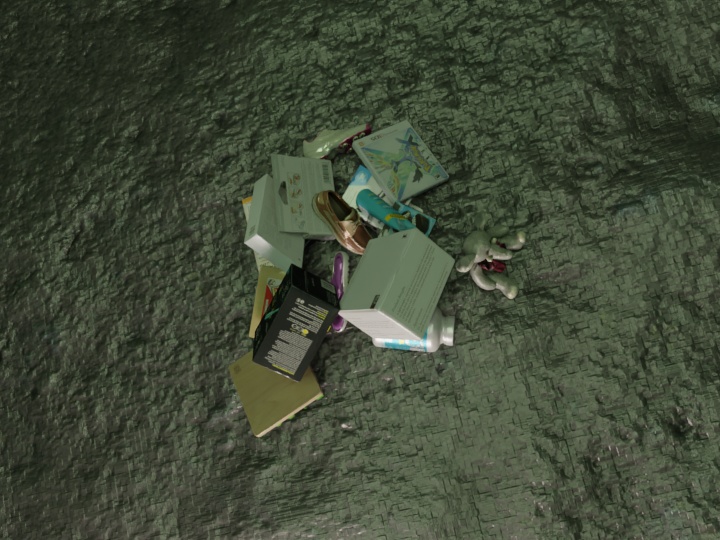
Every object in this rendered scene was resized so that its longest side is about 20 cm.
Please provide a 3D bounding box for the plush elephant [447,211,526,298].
[{"bbox_3d":[0.302,-0.045,1.355,0.196,0.155,0.169,17,86,12],"label":"plush elephant"}]

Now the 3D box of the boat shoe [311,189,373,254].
[{"bbox_3d":[-0.034,-0.117,1.390,0.199,0.071,0.077,41,56,-19],"label":"boat shoe"}]

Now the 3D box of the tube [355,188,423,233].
[{"bbox_3d":[0.060,-0.130,1.321,0.200,0.076,0.051,41,124,45],"label":"tube"}]

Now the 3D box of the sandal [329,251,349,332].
[{"bbox_3d":[-0.066,0.053,1.451,0.049,0.082,0.208,8,76,-30],"label":"sandal"}]

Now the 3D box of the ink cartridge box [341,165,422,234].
[{"bbox_3d":[0.055,-0.162,1.443,0.197,0.067,0.117,30,83,3],"label":"ink cartridge box"}]

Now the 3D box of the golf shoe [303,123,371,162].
[{"bbox_3d":[-0.067,-0.349,1.510,0.197,0.075,0.093,-28,75,5],"label":"golf shoe"}]

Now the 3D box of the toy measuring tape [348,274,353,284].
[{"bbox_3d":[0.000,0.000,1.454,0.072,0.074,0.205,-9,79,9],"label":"toy measuring tape"}]

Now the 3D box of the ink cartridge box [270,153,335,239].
[{"bbox_3d":[-0.142,-0.180,1.408,0.170,0.043,0.205,1,75,-31],"label":"ink cartridge box"}]

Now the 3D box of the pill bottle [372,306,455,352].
[{"bbox_3d":[0.131,0.138,1.388,0.195,0.111,0.114,4,83,11],"label":"pill bottle"}]

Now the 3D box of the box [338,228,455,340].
[{"bbox_3d":[0.074,0.035,1.257,0.130,0.199,0.202,35,70,-23],"label":"box"}]

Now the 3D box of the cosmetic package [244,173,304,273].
[{"bbox_3d":[-0.201,-0.112,1.380,0.051,0.150,0.203,-28,42,31],"label":"cosmetic package"}]

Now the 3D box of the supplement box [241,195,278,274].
[{"bbox_3d":[-0.235,-0.085,1.480,0.072,0.126,0.205,-16,81,6],"label":"supplement box"}]

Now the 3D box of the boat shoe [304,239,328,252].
[{"bbox_3d":[-0.104,-0.109,1.487,0.067,0.074,0.201,34,75,7],"label":"boat shoe"}]

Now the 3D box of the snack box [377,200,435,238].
[{"bbox_3d":[0.093,-0.057,1.401,0.114,0.037,0.203,18,103,-31],"label":"snack box"}]

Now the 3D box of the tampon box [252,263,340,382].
[{"bbox_3d":[-0.150,0.119,1.310,0.124,0.150,0.203,26,105,-16],"label":"tampon box"}]

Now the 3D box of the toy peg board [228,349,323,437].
[{"bbox_3d":[-0.204,0.288,1.455,0.198,0.098,0.201,-33,63,4],"label":"toy peg board"}]

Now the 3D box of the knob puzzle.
[{"bbox_3d":[-0.166,0.091,1.417,0.214,0.030,0.226,-1,96,-6],"label":"knob puzzle"}]

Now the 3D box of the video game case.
[{"bbox_3d":[0.102,-0.278,1.443,0.180,0.022,0.202,-27,73,-25],"label":"video game case"}]
